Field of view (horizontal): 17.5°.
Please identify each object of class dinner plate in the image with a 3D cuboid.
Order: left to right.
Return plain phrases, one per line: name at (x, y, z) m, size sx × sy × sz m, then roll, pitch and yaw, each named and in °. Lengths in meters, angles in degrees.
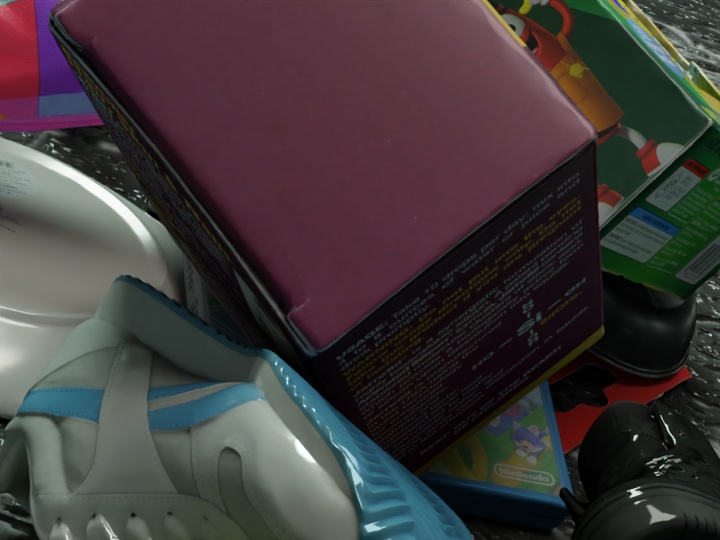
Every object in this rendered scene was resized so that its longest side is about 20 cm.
dinner plate at (-0.135, -0.011, 0.850) m, size 0.199 × 0.024 × 0.200 m, roll 20°, pitch 24°, yaw -9°

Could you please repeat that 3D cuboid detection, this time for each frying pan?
frying pan at (0.094, -0.033, 1.024) m, size 0.115 × 0.031 × 0.191 m, roll 19°, pitch 40°, yaw -37°

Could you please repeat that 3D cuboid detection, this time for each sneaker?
sneaker at (-0.039, 0.065, 0.653) m, size 0.076 × 0.081 × 0.200 m, roll 43°, pitch -11°, yaw -27°
sneaker at (0.095, 0.084, 0.759) m, size 0.200 × 0.060 × 0.104 m, roll 39°, pitch 14°, yaw -54°

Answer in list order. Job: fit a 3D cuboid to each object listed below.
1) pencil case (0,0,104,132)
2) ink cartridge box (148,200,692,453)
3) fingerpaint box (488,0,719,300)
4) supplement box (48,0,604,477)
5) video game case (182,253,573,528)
pencil case at (-0.149, -0.083, 0.835) m, size 0.199 × 0.089 × 0.089 m, roll -7°, pitch 33°, yaw -13°
ink cartridge box at (0.035, -0.009, 0.972) m, size 0.200 × 0.050 × 0.161 m, roll 32°, pitch 25°, yaw 21°
fingerpaint box at (0.077, -0.080, 0.899) m, size 0.167 × 0.073 × 0.200 m, roll 50°, pitch 11°, yaw 17°
supplement box at (-0.002, -0.024, 0.729) m, size 0.131 × 0.103 × 0.200 m, roll 52°, pitch -6°, yaw 17°
video game case at (0.000, 0.000, 0.881) m, size 0.142 × 0.018 × 0.201 m, roll 12°, pitch 46°, yaw -24°
